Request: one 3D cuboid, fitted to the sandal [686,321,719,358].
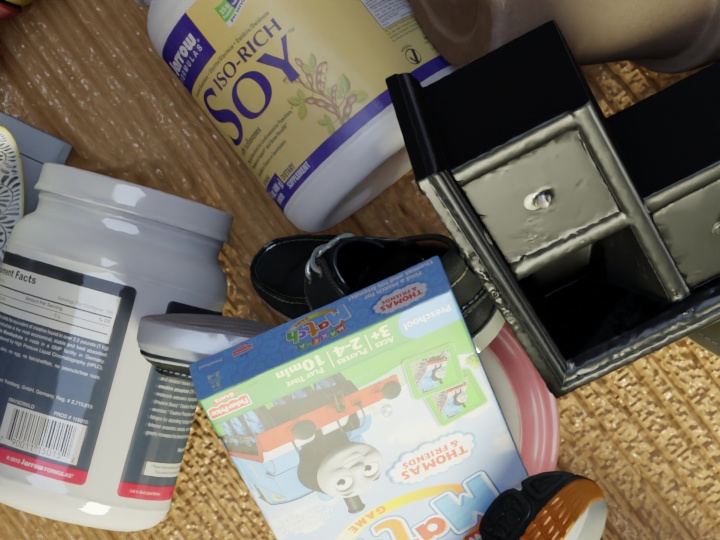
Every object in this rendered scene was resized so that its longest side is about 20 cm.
[{"bbox_3d":[0.196,-0.009,1.125,0.078,0.070,0.211,-48,62,-1],"label":"sandal"}]

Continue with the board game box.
[{"bbox_3d":[0.010,0.102,1.035,0.150,0.037,0.201,-24,129,2],"label":"board game box"}]

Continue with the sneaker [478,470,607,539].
[{"bbox_3d":[0.103,0.203,1.063,0.091,0.076,0.201,15,119,-23],"label":"sneaker"}]

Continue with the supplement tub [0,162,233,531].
[{"bbox_3d":[-0.162,0.047,1.111,0.139,0.140,0.202,15,89,5],"label":"supplement tub"}]

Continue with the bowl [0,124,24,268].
[{"bbox_3d":[-0.277,0.003,1.056,0.093,0.201,0.203,14,89,7],"label":"bowl"}]

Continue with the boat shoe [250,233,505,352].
[{"bbox_3d":[0.000,0.000,1.092,0.072,0.199,0.068,-56,129,-20],"label":"boat shoe"}]

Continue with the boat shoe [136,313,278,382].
[{"bbox_3d":[-0.039,0.074,1.057,0.198,0.072,0.072,14,95,-20],"label":"boat shoe"}]

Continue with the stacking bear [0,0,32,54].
[{"bbox_3d":[-0.238,-0.206,1.150,0.113,0.121,0.201,31,98,3],"label":"stacking bear"}]

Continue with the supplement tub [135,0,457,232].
[{"bbox_3d":[-0.039,-0.141,1.107,0.145,0.145,0.200,-39,85,2],"label":"supplement tub"}]

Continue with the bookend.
[{"bbox_3d":[0.149,-0.057,1.000,0.199,0.199,0.093,-26,42,10],"label":"bookend"}]

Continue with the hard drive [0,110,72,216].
[{"bbox_3d":[-0.281,-0.015,1.144,0.131,0.027,0.201,25,91,-34],"label":"hard drive"}]

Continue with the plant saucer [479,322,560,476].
[{"bbox_3d":[0.027,0.101,1.138,0.198,0.051,0.203,0,88,4],"label":"plant saucer"}]

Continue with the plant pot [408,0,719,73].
[{"bbox_3d":[0.119,-0.192,1.045,0.173,0.200,0.202,-23,85,-21],"label":"plant pot"}]
